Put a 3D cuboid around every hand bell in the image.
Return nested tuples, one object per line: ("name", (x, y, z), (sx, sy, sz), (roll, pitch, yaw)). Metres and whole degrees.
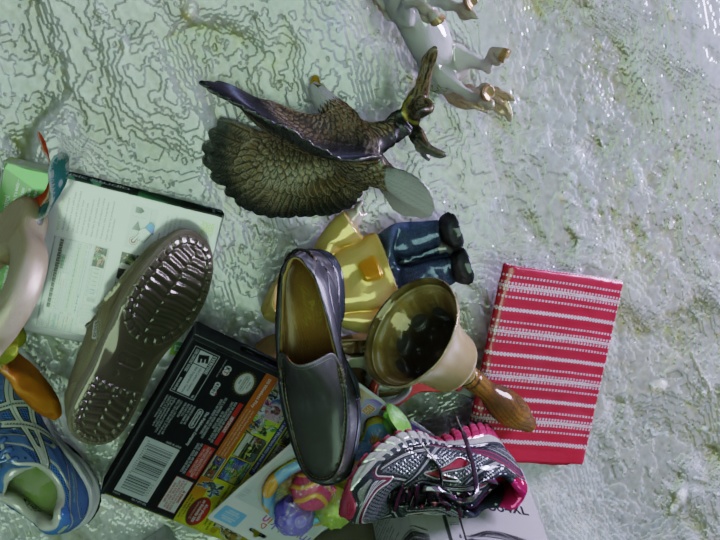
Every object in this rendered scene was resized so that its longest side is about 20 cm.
("hand bell", (0.105, 0.101, 0.903), (0.199, 0.104, 0.105), (38, 94, -36))

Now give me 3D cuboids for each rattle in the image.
("rattle", (-0.263, 0.008, 0.838), (0.142, 0.130, 0.203), (32, 69, -25))

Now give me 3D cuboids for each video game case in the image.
("video game case", (-0.119, 0.164, 0.917), (0.179, 0.026, 0.201), (27, 113, -18))

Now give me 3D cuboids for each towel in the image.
("towel", (0.180, 0.099, 0.979), (0.142, 0.022, 0.204), (7, 101, -23))

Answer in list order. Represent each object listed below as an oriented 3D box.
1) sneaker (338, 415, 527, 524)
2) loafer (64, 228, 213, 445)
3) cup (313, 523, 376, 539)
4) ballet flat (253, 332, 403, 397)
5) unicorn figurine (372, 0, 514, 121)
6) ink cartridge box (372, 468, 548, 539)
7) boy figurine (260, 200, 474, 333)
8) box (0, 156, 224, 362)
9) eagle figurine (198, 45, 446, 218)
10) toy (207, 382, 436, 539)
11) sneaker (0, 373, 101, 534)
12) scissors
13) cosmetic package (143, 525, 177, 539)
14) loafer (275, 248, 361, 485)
("sneaker", (0.067, 0.186, 0.870), (0.197, 0.075, 0.082), (-6, 130, -36))
("loafer", (-0.201, 0.049, 0.856), (0.075, 0.068, 0.202), (39, 78, -40))
("cup", (0.016, 0.369, 0.958), (0.196, 0.143, 0.204), (-2, 103, -9))
("ballet flat", (-0.006, 0.094, 0.937), (0.196, 0.063, 0.070), (-2, 101, -10))
("unicorn figurine", (0.060, -0.219, 0.861), (0.073, 0.137, 0.203), (-29, 120, -19))
("ink cartridge box", (0.100, 0.276, 0.911), (0.143, 0.201, 0.085), (9, 124, -17))
("boy figurine", (0.000, 0.000, 0.914), (0.196, 0.064, 0.127), (-14, 92, -5))
("box", (-0.235, -0.007, 0.891), (0.197, 0.036, 0.147), (14, 99, -14))
("eagle figurine", (-0.035, -0.113, 0.860), (0.197, 0.151, 0.154), (-16, 118, -17))
("toy", (-0.031, 0.201, 0.901), (0.200, 0.047, 0.115), (-44, 125, 13))
("sneaker", (-0.311, 0.152, 0.880), (0.076, 0.077, 0.200), (-44, 91, 3))
("scissors", (0.087, 0.101, 0.949), (0.197, 0.014, 0.075), (8, 93, -33))
("cosmetic package", (-0.245, 0.346, 0.925), (0.198, 0.113, 0.082), (-34, 105, 0))
("loafer", (-0.044, 0.081, 0.830), (0.071, 0.072, 0.204), (-10, 83, 12))
